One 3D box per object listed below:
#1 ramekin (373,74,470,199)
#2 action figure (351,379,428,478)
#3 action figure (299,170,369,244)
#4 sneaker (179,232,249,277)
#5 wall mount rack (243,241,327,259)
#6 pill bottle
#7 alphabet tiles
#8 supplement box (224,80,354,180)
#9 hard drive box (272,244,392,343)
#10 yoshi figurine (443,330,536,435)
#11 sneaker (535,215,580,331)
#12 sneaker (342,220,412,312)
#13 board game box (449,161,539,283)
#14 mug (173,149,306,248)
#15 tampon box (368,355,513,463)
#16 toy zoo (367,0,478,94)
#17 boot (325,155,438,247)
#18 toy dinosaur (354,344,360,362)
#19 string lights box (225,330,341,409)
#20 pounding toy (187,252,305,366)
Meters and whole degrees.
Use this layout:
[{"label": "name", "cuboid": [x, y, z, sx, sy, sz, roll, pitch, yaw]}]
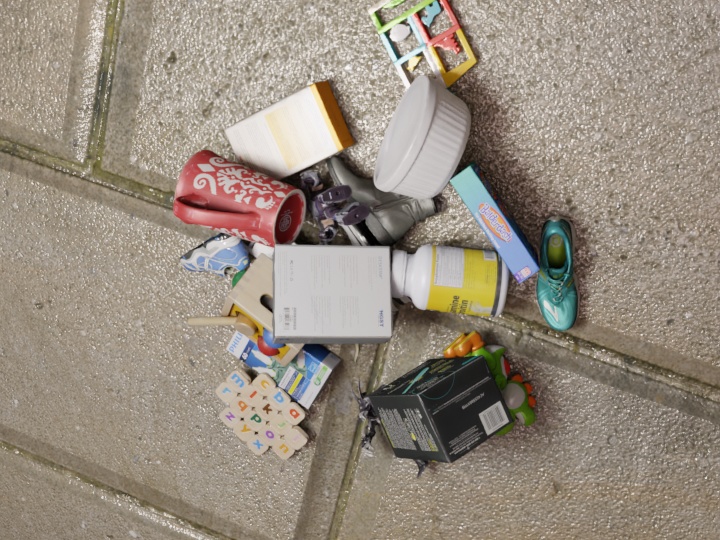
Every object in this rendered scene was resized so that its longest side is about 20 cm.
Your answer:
[{"label": "ramekin", "cuboid": [0.105, -0.212, 1.514, 0.093, 0.203, 0.204, 21, 112, -15]}, {"label": "action figure", "cuboid": [0.055, 0.293, 1.715, 0.199, 0.102, 0.119, 37, 124, 3]}, {"label": "action figure", "cuboid": [-0.060, -0.114, 1.595, 0.069, 0.199, 0.132, -31, 103, -18]}, {"label": "sneaker", "cuboid": [-0.274, -0.019, 1.713, 0.199, 0.075, 0.078, -17, 107, 56]}, {"label": "wall mount rack", "cuboid": [-0.153, -0.014, 1.715, 0.199, 0.075, 0.175, 35, 109, 6]}, {"label": "pill bottle", "cuboid": [0.150, 0.015, 1.580, 0.196, 0.112, 0.114, 6, 107, 1]}, {"label": "alphabet tiles", "cuboid": [-0.195, 0.284, 1.809, 0.200, 0.015, 0.196, 45, 131, -1]}, {"label": "supplement box", "cuboid": [-0.127, -0.239, 1.640, 0.198, 0.074, 0.128, -22, 98, 22]}, {"label": "hard drive box", "cuboid": [-0.049, 0.042, 1.543, 0.196, 0.077, 0.159, 1, 76, -8]}, {"label": "yoshi figurine", "cuboid": [0.226, 0.213, 1.639, 0.112, 0.112, 0.201, -39, 93, 30]}, {"label": "sneaker", "cuboid": [0.331, 0.010, 1.560, 0.076, 0.080, 0.203, -4, 105, 16]}, {"label": "sneaker", "cuboid": [0.000, 0.000, 1.664, 0.115, 0.076, 0.202, -34, 95, 21]}, {"label": "board game box", "cuboid": [0.225, -0.085, 1.528, 0.045, 0.152, 0.201, -35, 93, 13]}, {"label": "mug", "cuboid": [-0.213, -0.102, 1.579, 0.197, 0.178, 0.135, 20, 143, 21]}, {"label": "tampon box", "cuboid": [0.135, 0.238, 1.583, 0.128, 0.149, 0.199, 65, 156, -3]}, {"label": "toy zoo", "cuboid": [0.112, -0.384, 1.554, 0.130, 0.020, 0.202, -27, 96, 22]}, {"label": "boot", "cuboid": [0.040, -0.151, 1.629, 0.130, 0.068, 0.201, -39, 91, 10]}, {"label": "toy dinosaur", "cuboid": [-0.029, 0.082, 1.645, 0.047, 0.088, 0.203, -11, 103, 11]}, {"label": "string lights box", "cuboid": [-0.148, 0.161, 1.764, 0.199, 0.059, 0.104, 34, 113, 6]}, {"label": "pounding toy", "cuboid": [-0.186, 0.080, 1.647, 0.199, 0.184, 0.143, 38, 69, -1]}]
